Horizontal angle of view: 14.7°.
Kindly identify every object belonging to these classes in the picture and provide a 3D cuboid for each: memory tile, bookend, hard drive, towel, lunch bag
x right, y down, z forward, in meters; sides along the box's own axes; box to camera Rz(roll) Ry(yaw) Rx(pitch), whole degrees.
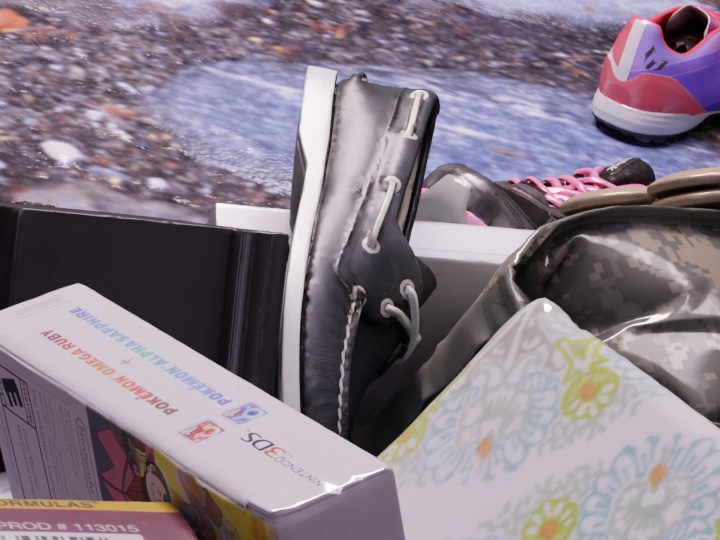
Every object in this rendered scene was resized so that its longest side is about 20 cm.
[{"bbox_3d":[0.190,-0.034,1.116,0.153,0.017,0.200,1,-8,-41],"label":"memory tile"},{"bbox_3d":[-0.153,0.017,1.083,0.198,0.092,0.200,6,1,-20],"label":"bookend"},{"bbox_3d":[0.024,0.022,1.210,0.200,0.132,0.027,5,58,-13],"label":"hard drive"},{"bbox_3d":[0.052,0.109,0.923,0.048,0.171,0.200,49,-5,-33],"label":"towel"},{"bbox_3d":[0.109,0.054,1.115,0.200,0.164,0.118,0,62,-25],"label":"lunch bag"}]

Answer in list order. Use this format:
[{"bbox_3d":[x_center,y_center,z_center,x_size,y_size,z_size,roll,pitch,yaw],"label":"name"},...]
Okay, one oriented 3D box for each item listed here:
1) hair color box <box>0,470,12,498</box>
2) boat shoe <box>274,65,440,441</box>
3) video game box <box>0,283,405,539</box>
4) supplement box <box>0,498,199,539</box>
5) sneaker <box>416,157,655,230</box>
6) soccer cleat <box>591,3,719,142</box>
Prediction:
[{"bbox_3d":[-0.134,0.133,0.963,0.100,0.061,0.200,25,26,27],"label":"hair color box"},{"bbox_3d":[0.000,0.000,1.089,0.060,0.076,0.200,5,56,-1],"label":"boat shoe"},{"bbox_3d":[-0.039,0.121,0.826,0.047,0.200,0.182,-21,27,-24],"label":"video game box"},{"bbox_3d":[-0.110,0.167,0.720,0.131,0.200,0.103,2,22,-23],"label":"supplement box"},{"bbox_3d":[0.093,-0.020,1.289,0.079,0.095,0.200,36,1,33],"label":"sneaker"},{"bbox_3d":[0.215,-0.132,1.722,0.068,0.073,0.200,28,28,31],"label":"soccer cleat"}]
